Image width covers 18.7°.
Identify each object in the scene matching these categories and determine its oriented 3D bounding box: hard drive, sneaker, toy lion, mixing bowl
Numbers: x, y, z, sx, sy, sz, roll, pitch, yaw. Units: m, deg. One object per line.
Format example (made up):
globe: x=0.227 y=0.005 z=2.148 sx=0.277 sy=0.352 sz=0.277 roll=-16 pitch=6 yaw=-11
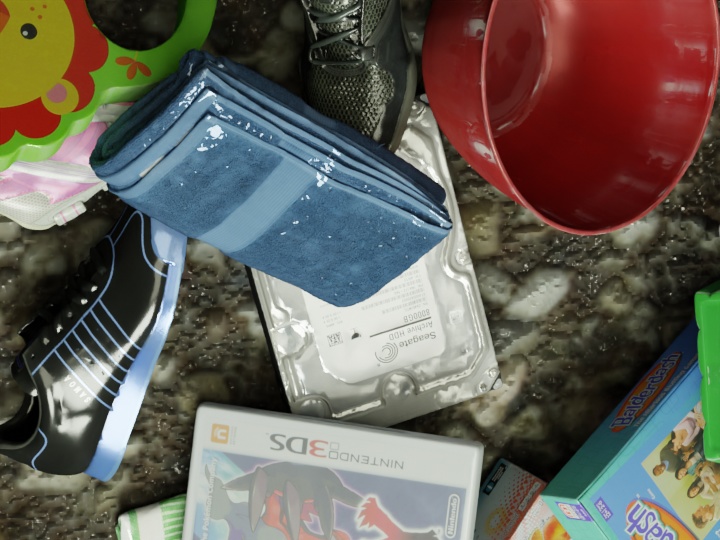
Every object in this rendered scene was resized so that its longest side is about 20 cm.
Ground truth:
hard drive: x=0.000 y=0.000 z=1.364 sx=0.139 sy=0.038 sz=0.201 roll=-17 pitch=108 yaw=-8
sneaker: x=-0.162 y=0.034 z=1.311 sx=0.077 sy=0.070 sz=0.201 roll=12 pitch=108 yaw=-21
sneaker: x=-0.016 y=-0.157 z=1.264 sx=0.076 sy=0.114 sz=0.201 roll=6 pitch=96 yaw=25
sneaker: x=-0.178 y=-0.073 z=1.287 sx=0.199 sy=0.081 sz=0.089 roll=-6 pitch=120 yaw=-15
toy lion: x=-0.180 y=-0.145 z=1.224 sx=0.199 sy=0.069 sz=0.193 roll=9 pitch=71 yaw=-16
mixing bowl: x=0.109 y=-0.127 z=1.302 sx=0.199 sy=0.108 sz=0.202 roll=-9 pitch=104 yaw=-40

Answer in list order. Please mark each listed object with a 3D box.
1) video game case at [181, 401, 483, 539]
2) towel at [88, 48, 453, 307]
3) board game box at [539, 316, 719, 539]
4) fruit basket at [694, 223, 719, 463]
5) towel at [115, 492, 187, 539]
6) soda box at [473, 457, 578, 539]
video game case: x=-0.025 y=0.193 z=1.349 sx=0.181 sy=0.023 sz=0.201 roll=7 pitch=93 yaw=12
towel: x=-0.049 y=-0.045 z=1.254 sx=0.199 sy=0.049 sz=0.112 roll=27 pitch=128 yaw=-35
board game box: x=0.227 y=0.131 z=1.410 sx=0.200 sy=0.045 sz=0.152 roll=-45 pitch=111 yaw=-23
fruit basket: x=0.302 y=0.057 z=1.377 sx=0.199 sy=0.094 sz=0.187 roll=-3 pitch=90 yaw=-35
towel: x=-0.053 y=0.207 z=1.412 sx=0.199 sy=0.023 sz=0.154 roll=-7 pitch=105 yaw=-11
soda box: x=0.071 y=0.225 z=1.404 sx=0.063 sy=0.068 sz=0.201 roll=37 pitch=85 yaw=-26
